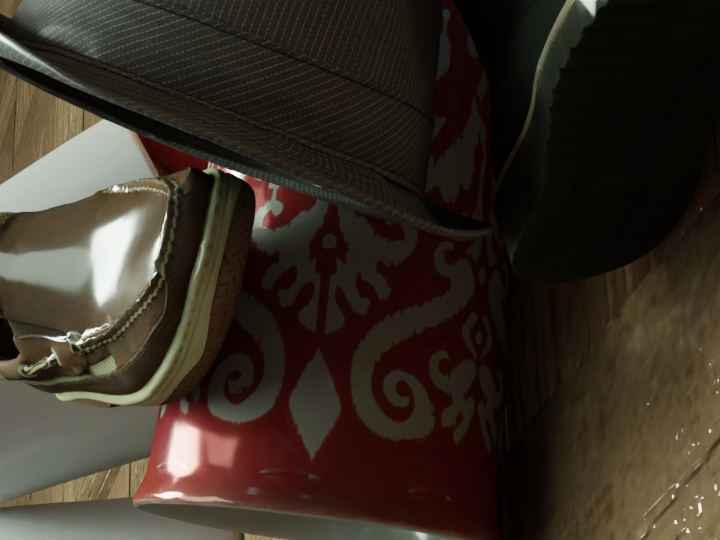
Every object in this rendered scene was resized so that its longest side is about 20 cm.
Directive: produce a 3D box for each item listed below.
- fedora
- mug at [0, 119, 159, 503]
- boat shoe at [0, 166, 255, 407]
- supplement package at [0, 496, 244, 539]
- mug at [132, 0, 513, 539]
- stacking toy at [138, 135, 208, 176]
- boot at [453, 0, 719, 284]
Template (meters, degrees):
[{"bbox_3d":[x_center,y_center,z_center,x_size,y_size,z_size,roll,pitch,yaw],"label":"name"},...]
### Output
[{"bbox_3d":[-0.031,-0.078,0.701,0.200,0.176,0.091,-162,93,-81],"label":"fedora"},{"bbox_3d":[-0.142,0.038,1.038,0.150,0.152,0.187,61,171,27],"label":"mug"},{"bbox_3d":[-0.097,0.009,0.795,0.202,0.074,0.075,144,137,-64],"label":"boat shoe"},{"bbox_3d":[-0.100,0.214,1.007,0.121,0.119,0.202,-94,-1,-65],"label":"supplement package"},{"bbox_3d":[-0.010,-0.002,0.863,0.177,0.132,0.202,157,122,-71],"label":"mug"},{"bbox_3d":[-0.063,-0.075,1.077,0.201,0.145,0.147,108,162,-52],"label":"stacking toy"},{"bbox_3d":[0.062,-0.104,0.666,0.200,0.077,0.139,119,139,-54],"label":"boot"}]
